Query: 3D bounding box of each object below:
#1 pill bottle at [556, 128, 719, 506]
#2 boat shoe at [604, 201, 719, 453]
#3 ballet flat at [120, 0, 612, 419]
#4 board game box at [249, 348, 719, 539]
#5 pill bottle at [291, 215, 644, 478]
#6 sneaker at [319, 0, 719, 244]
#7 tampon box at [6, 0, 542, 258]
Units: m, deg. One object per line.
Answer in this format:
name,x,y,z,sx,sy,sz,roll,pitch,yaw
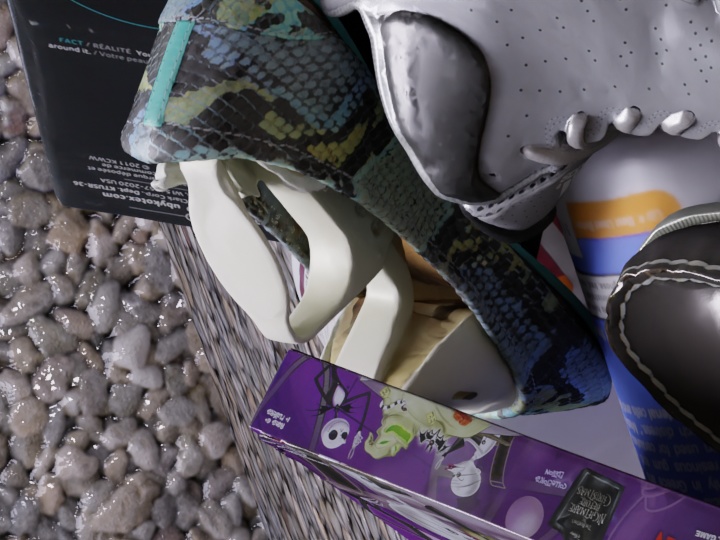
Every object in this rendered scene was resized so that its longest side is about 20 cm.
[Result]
pill bottle,0.132,0.042,0.771,0.112,0.112,0.200,-156,47,-77
boat shoe,0.135,0.044,0.651,0.201,0.061,0.072,27,130,31
ballet flat,0.000,0.000,0.747,0.200,0.074,0.074,46,-172,-39
board game box,0.077,0.078,0.685,0.200,0.032,0.120,18,170,43
pill bottle,0.041,0.008,0.934,0.200,0.109,0.110,-124,16,-53
sneaker,0.080,-0.044,0.670,0.200,0.075,0.116,30,123,8
tampon box,-0.002,-0.122,0.815,0.126,0.150,0.200,87,-164,-59
